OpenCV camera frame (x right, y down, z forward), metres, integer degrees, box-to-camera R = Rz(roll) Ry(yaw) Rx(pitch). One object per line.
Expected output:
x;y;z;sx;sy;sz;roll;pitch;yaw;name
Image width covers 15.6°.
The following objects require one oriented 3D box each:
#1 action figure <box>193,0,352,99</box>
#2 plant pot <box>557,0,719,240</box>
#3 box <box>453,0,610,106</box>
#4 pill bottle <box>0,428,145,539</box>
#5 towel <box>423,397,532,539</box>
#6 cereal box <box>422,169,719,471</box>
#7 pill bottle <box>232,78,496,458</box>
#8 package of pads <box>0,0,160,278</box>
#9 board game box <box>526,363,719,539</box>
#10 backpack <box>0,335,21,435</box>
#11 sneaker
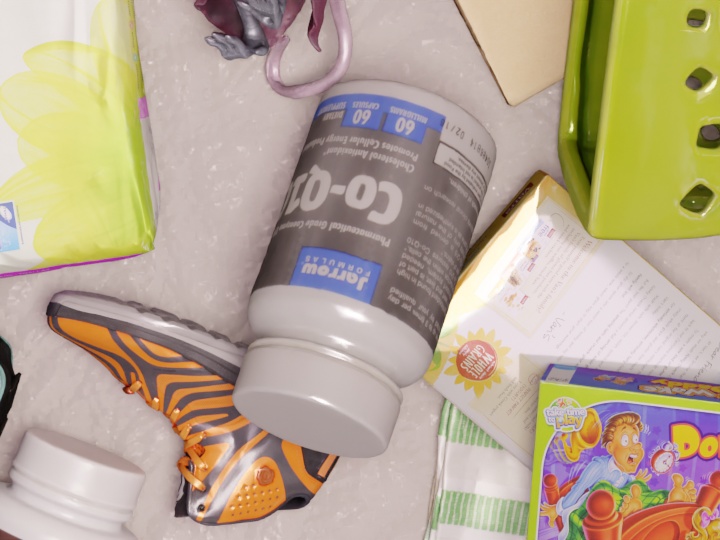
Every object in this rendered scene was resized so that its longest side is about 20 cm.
-0.024;-0.224;1.559;0.149;0.133;0.201;40;59;-41;action figure
0.218;-0.129;1.507;0.180;0.199;0.201;4;107;-2;plant pot
0.140;-0.219;1.613;0.199;0.021;0.164;-29;96;-4;box
-0.198;0.201;1.568;0.109;0.109;0.201;21;92;-6;pill bottle
0.116;0.140;1.635;0.151;0.023;0.201;8;93;-6;towel
0.138;0.058;1.599;0.200;0.040;0.144;41;92;-9;cereal box
0.000;0.000;1.538;0.113;0.114;0.201;21;69;-6;pill bottle
-0.202;-0.098;1.568;0.153;0.068;0.201;-9;95;-4;package of pads
0.200;0.135;1.546;0.199;0.045;0.135;6;103;11;board game box
-0.320;0.089;1.533;0.199;0.153;0.177;24;97;1;backpack
-0.108;0.090;1.584;0.199;0.078;0.113;23;91;-6;sneaker
